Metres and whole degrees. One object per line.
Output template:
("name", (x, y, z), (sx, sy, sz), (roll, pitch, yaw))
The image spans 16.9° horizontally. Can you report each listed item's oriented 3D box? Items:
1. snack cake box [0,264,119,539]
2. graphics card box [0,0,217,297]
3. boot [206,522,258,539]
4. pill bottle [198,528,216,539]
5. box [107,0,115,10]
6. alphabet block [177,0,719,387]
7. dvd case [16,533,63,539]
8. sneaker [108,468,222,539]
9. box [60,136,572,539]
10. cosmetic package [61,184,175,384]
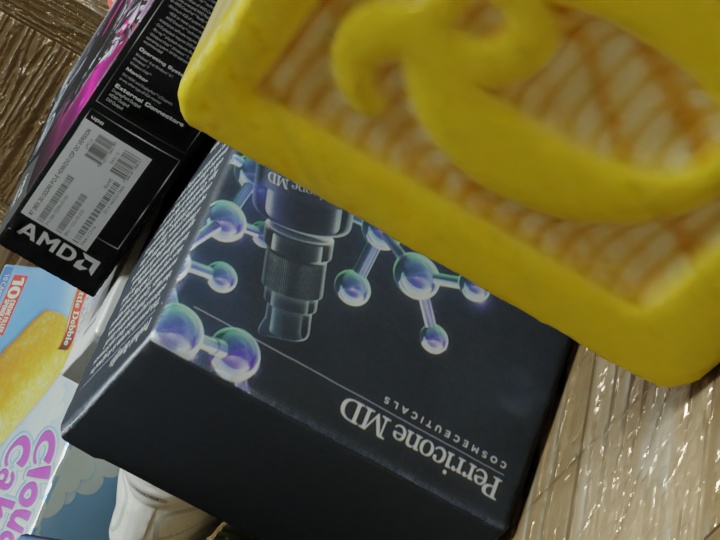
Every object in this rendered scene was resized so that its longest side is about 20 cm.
("snack cake box", (-0.153, 0.101, 1.160), (0.115, 0.067, 0.200), (3, 66, 49))
("graphics card box", (-0.066, -0.099, 0.948), (0.200, 0.051, 0.126), (-53, 15, 32))
("boot", (-0.073, 0.181, 1.038), (0.200, 0.066, 0.175), (-54, 1, 28))
("pill bottle", (-0.134, 0.131, 1.275), (0.200, 0.112, 0.112), (-56, 13, 24))
("box", (-0.054, -0.104, 1.152), (0.103, 0.095, 0.200), (139, 118, -66))
("alphabet block", (0.087, -0.120, 0.743), (0.196, 0.195, 0.200), (-51, 16, 47))
("dvd case", (-0.121, 0.172, 0.812), (0.143, 0.018, 0.200), (3, 44, 41))
("sneaker", (-0.057, 0.067, 1.124), (0.200, 0.075, 0.081), (-39, -29, -53))
("box", (0.000, 0.000, 0.929), (0.107, 0.148, 0.200), (-43, 21, 56))
("cosmetic package", (-0.017, -0.009, 1.019), (0.052, 0.151, 0.200), (-46, 18, 56))
